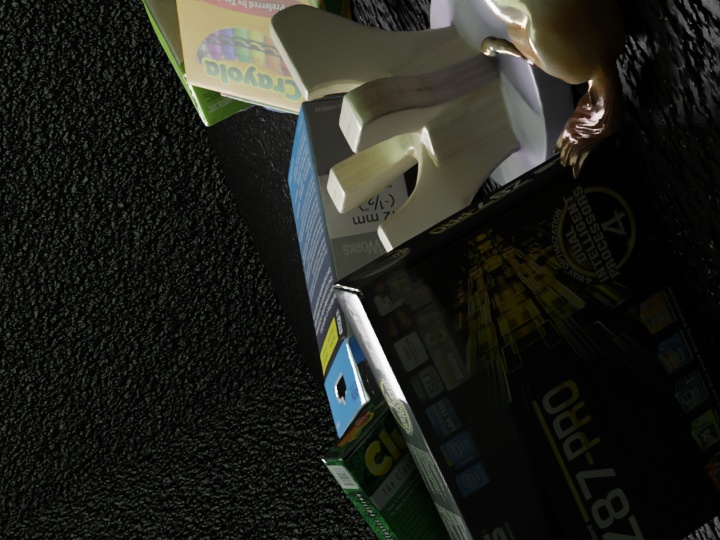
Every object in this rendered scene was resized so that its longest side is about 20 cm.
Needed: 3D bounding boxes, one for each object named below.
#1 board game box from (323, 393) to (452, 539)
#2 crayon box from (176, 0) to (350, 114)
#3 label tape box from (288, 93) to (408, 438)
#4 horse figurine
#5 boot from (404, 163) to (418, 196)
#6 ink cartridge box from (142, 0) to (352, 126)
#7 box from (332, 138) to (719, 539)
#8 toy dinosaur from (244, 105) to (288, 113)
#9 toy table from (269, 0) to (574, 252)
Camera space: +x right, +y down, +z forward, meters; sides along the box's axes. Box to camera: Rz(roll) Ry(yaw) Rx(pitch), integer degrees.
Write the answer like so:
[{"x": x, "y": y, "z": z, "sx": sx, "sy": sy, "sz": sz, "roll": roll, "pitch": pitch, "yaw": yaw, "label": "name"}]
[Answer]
[{"x": 0.073, "y": 0.073, "z": 0.748, "sx": 0.023, "sy": 0.200, "sz": 0.105, "roll": -6, "pitch": 123, "yaw": 53, "label": "board game box"}, {"x": -0.070, "y": -0.192, "z": 0.988, "sx": 0.125, "sy": 0.051, "sz": 0.202, "roll": 15, "pitch": 131, "yaw": 23, "label": "crayon box"}, {"x": 0.000, "y": 0.000, "z": 0.937, "sx": 0.143, "sy": 0.065, "sz": 0.203, "roll": 112, "pitch": 146, "yaw": -72, "label": "label tape box"}, {"x": 0.065, "y": -0.130, "z": 0.611, "sx": 0.200, "sy": 0.050, "sz": 0.133, "roll": 50, "pitch": 177, "yaw": -14, "label": "horse figurine"}, {"x": 0.023, "y": -0.113, "z": 1.037, "sx": 0.187, "sy": 0.063, "sz": 0.201, "roll": 76, "pitch": 169, "yaw": -53, "label": "boot"}, {"x": -0.113, "y": -0.245, "z": 1.152, "sx": 0.201, "sy": 0.146, "sz": 0.076, "roll": 60, "pitch": 174, "yaw": 28, "label": "ink cartridge box"}, {"x": 0.097, "y": 0.058, "z": 0.693, "sx": 0.202, "sy": 0.160, "sz": 0.049, "roll": 65, "pitch": 166, "yaw": -11, "label": "box"}, {"x": -0.071, "y": -0.175, "z": 1.374, "sx": 0.200, "sy": 0.105, "sz": 0.181, "roll": 49, "pitch": -169, "yaw": 9, "label": "toy dinosaur"}, {"x": 0.039, "y": -0.086, "z": 0.778, "sx": 0.185, "sy": 0.116, "sz": 0.200, "roll": 60, "pitch": 171, "yaw": 20, "label": "toy table"}]
